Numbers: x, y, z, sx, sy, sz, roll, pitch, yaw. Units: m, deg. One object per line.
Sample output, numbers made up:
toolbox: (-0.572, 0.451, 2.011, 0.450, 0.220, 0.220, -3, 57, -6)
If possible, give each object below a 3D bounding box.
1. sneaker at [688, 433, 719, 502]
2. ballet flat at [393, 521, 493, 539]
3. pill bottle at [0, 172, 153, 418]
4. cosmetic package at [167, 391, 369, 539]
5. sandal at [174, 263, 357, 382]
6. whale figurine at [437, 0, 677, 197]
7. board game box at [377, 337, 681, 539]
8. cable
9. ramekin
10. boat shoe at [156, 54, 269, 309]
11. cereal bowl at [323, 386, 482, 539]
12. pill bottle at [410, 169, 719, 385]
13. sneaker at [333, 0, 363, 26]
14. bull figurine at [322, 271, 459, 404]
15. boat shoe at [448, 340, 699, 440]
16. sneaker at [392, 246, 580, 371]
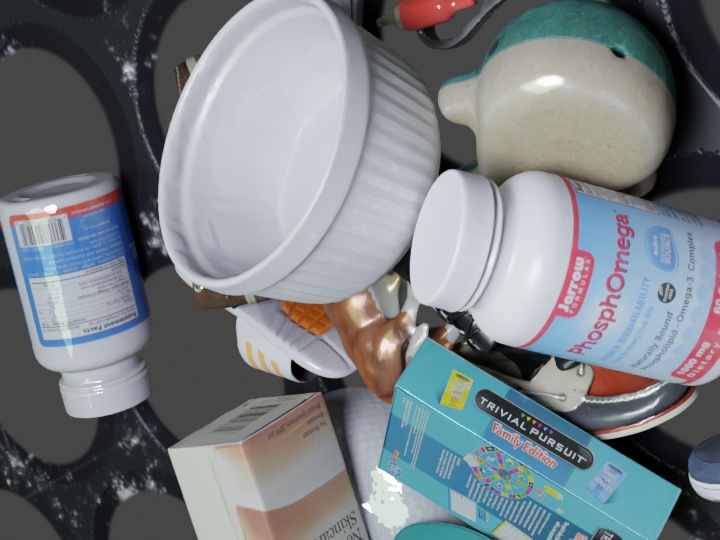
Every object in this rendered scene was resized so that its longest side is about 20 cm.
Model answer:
sneaker: (0.270, 0.055, 0.857, 0.201, 0.077, 0.147, -26, 103, 32)
ballet flat: (0.102, 0.236, 1.005, 0.198, 0.067, 0.063, 8, 126, 45)
pill bottle: (-0.247, 0.022, 1.238, 0.111, 0.112, 0.203, 1, 109, 37)
cosmetic package: (-0.057, 0.206, 1.062, 0.086, 0.103, 0.203, -10, 103, 40)
sandal: (-0.074, 0.045, 1.140, 0.206, 0.079, 0.060, 31, 127, 35)
whale figurine: (0.126, -0.100, 0.913, 0.157, 0.105, 0.200, 20, 151, -9)
board game box: (0.112, 0.147, 0.986, 0.198, 0.047, 0.152, 30, 153, 12)
cable: (0.088, -0.194, 0.924, 0.198, 0.050, 0.098, 4, 114, 38)
ramekin: (-0.036, -0.074, 0.921, 0.199, 0.104, 0.203, -22, 60, 44)
boat shoe: (-0.128, -0.068, 1.097, 0.074, 0.075, 0.205, -15, 79, 3)
cereal bowl: (-0.002, 0.204, 1.139, 0.198, 0.083, 0.203, 15, 117, 32)
pill bottle: (0.136, 0.001, 0.862, 0.109, 0.197, 0.110, -167, 90, -72)
sneaker: (-0.038, -0.185, 1.013, 0.072, 0.071, 0.203, 1, 109, 38)
bull figurine: (0.000, 0.000, 1.056, 0.121, 0.065, 0.201, -45, 71, 38)
boat shoe: (0.144, 0.077, 0.982, 0.198, 0.071, 0.063, -6, 109, 46)
sneaker: (0.076, 0.007, 0.948, 0.197, 0.092, 0.076, 16, 158, 11)
